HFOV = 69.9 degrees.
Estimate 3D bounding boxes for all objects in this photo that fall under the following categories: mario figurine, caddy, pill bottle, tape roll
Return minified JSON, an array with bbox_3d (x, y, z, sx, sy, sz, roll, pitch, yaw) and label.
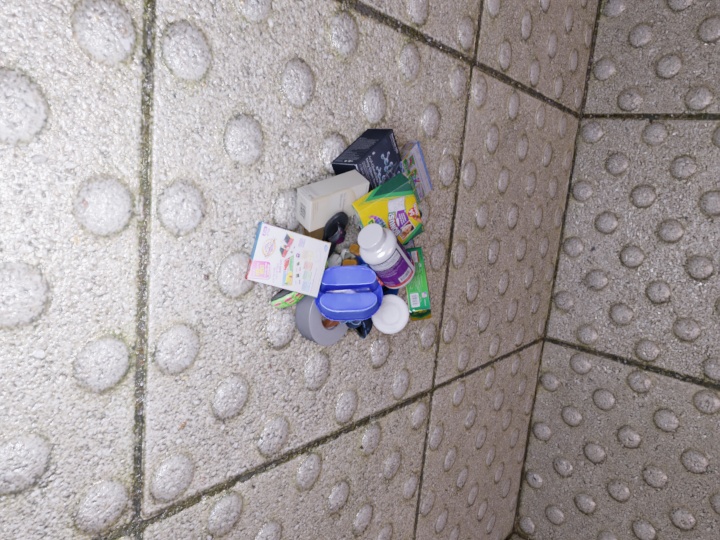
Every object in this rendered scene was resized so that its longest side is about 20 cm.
[{"bbox_3d":[0.000,0.000,1.581,0.123,0.107,0.200,-35,143,5],"label":"mario figurine"},{"bbox_3d":[-0.034,0.066,1.449,0.105,0.195,0.144,91,-2,-72],"label":"caddy"},{"bbox_3d":[0.097,0.139,1.666,0.200,0.117,0.122,40,65,-84],"label":"pill bottle"},{"bbox_3d":[-0.106,0.121,1.565,0.199,0.065,0.205,-19,116,-46],"label":"tape roll"},{"bbox_3d":[0.070,-0.042,1.440,0.114,0.111,0.200,-61,139,-18],"label":"pill bottle"}]

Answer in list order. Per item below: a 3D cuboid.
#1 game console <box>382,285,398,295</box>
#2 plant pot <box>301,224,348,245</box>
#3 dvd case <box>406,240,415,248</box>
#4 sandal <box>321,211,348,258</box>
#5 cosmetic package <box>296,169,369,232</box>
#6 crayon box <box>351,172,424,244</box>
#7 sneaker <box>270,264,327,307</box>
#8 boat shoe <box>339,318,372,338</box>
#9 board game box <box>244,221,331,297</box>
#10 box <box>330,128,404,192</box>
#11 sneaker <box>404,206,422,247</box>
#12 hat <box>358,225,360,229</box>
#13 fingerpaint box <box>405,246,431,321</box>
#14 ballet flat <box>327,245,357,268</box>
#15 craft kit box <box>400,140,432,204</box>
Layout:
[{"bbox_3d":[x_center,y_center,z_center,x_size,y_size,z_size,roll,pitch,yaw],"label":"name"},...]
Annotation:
[{"bbox_3d":[0.046,0.052,1.752,0.199,0.118,0.173,-31,94,-34],"label":"game console"},{"bbox_3d":[-0.106,-0.157,1.514,0.198,0.027,0.204,-17,113,-46],"label":"plant pot"},{"bbox_3d":[0.124,-0.077,1.825,0.200,0.017,0.145,-43,130,-33],"label":"dvd case"},{"bbox_3d":[-0.072,-0.087,1.450,0.074,0.048,0.202,-23,154,-33],"label":"sandal"},{"bbox_3d":[-0.077,-0.194,1.419,0.198,0.073,0.105,-24,142,-30],"label":"cosmetic package"},{"bbox_3d":[0.083,-0.150,1.481,0.171,0.058,0.201,-33,136,-8],"label":"crayon box"},{"bbox_3d":[-0.179,0.026,1.451,0.200,0.084,0.077,-45,162,-14],"label":"sneaker"},{"bbox_3d":[-0.012,0.147,1.567,0.200,0.083,0.070,45,55,-44],"label":"boat shoe"},{"bbox_3d":[-0.191,-0.027,1.367,0.197,0.040,0.156,16,88,-23],"label":"board game box"},{"bbox_3d":[0.027,-0.314,1.568,0.201,0.106,0.150,-49,133,-30],"label":"box"},{"bbox_3d":[0.111,-0.152,1.649,0.077,0.141,0.201,13,121,-39],"label":"sneaker"},{"bbox_3d":[0.036,-0.161,1.626,0.201,0.079,0.205,7,90,-85],"label":"hat"},{"bbox_3d":[0.183,0.046,1.665,0.167,0.072,0.204,62,21,-72],"label":"fingerpaint box"},{"bbox_3d":[-0.066,-0.032,1.563,0.199,0.067,0.065,-32,143,-49],"label":"ballet flat"},{"bbox_3d":[0.164,-0.308,1.789,0.198,0.048,0.202,-53,136,-30],"label":"craft kit box"}]
